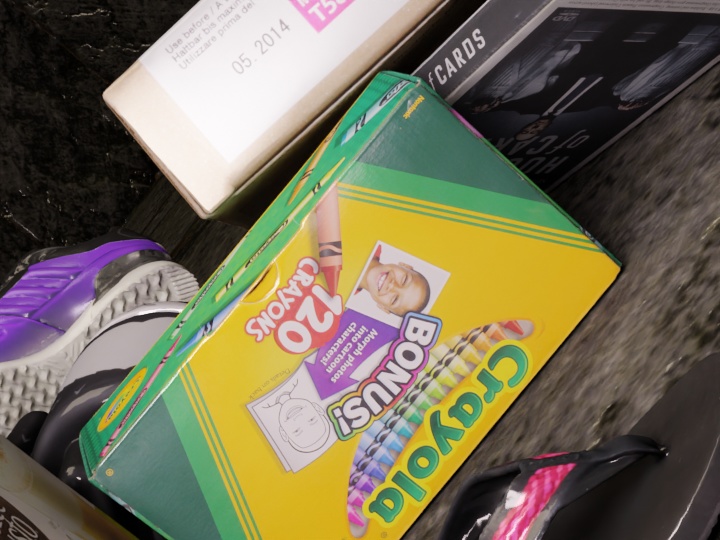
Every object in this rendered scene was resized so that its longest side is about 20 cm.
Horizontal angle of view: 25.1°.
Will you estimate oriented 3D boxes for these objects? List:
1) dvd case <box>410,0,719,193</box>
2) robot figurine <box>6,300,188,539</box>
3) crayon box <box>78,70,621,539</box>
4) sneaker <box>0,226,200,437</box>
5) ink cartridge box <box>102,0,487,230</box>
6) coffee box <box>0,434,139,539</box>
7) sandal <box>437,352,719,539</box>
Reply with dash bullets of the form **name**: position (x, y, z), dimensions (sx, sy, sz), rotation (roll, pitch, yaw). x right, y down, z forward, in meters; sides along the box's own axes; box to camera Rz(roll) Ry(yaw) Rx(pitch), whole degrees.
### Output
- **dvd case**: position (0.083, -0.082, 0.722), dimensions (0.150, 0.025, 0.200), rotation (-6, -24, -39)
- **robot figurine**: position (-0.110, 0.091, 0.882), dimensions (0.125, 0.150, 0.200), rotation (-60, 8, 18)
- **crayon box**: position (-0.005, 0.034, 0.658), dimensions (0.200, 0.119, 0.058), rotation (-51, 19, -1)
- **sneaker**: position (-0.202, 0.039, 0.987), dimensions (0.200, 0.070, 0.100), rotation (-31, 46, -14)
- **ink cartridge box**: position (-0.008, -0.110, 0.741), dimensions (0.200, 0.075, 0.165), rotation (-42, -5, 1)
- **coffee box**: position (-0.163, 0.183, 0.594), dimensions (0.200, 0.198, 0.200), rotation (-50, 11, -2)
- **sandal**: position (0.038, 0.094, 0.486), dimensions (0.200, 0.045, 0.075), rotation (-46, 11, 23)
